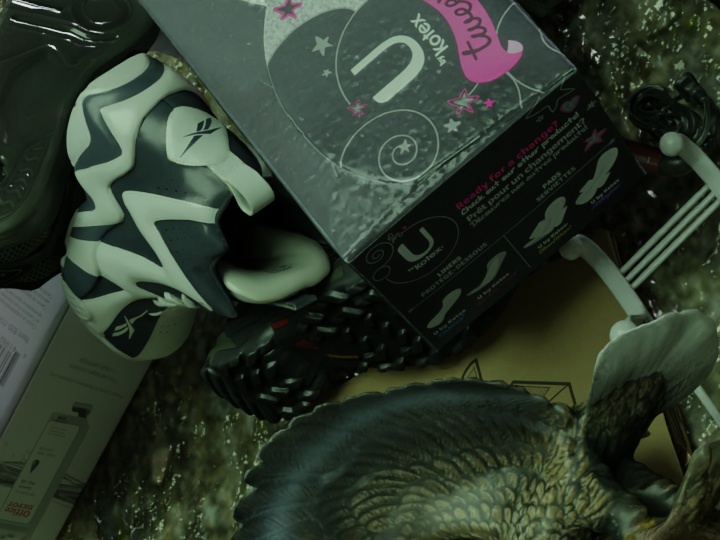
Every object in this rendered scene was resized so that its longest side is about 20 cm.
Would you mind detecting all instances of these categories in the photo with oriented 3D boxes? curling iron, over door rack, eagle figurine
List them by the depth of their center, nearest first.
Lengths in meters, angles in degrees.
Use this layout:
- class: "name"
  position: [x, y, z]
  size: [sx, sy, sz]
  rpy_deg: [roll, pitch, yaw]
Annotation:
- class: "eagle figurine"
  position: [0.064, 0.101, 0.960]
  size: [0.200, 0.152, 0.151]
  rpy_deg: [5, 35, 42]
- class: "over door rack"
  position: [0.188, 0.007, 0.984]
  size: [0.148, 0.067, 0.200]
  rpy_deg: [-46, 57, 16]
- class: "curling iron"
  position: [0.097, -0.074, 1.131]
  size: [0.200, 0.026, 0.050]
  rpy_deg: [8, 58, 45]

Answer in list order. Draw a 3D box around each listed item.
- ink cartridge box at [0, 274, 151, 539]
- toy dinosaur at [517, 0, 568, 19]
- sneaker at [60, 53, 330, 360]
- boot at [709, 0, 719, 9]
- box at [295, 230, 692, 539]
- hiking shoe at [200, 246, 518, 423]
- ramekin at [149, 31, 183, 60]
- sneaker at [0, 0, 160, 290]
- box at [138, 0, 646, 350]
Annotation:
- class: "ink cartridge box"
  position: [-0.217, 0.073, 1.293]
  size: [0.146, 0.083, 0.200]
  rpy_deg: [33, 96, 41]
- class: "toy dinosaur"
  position: [0.055, -0.140, 1.145]
  size: [0.200, 0.088, 0.047]
  rpy_deg: [46, 144, 19]
- class: "sneaker"
  position: [-0.074, 0.000, 1.107]
  size: [0.130, 0.079, 0.199]
  rpy_deg: [38, 142, 25]
- class: "boot"
  position: [0.113, -0.188, 1.063]
  size: [0.198, 0.162, 0.073]
  rpy_deg: [36, 97, 41]
- class: "box"
  position: [0.064, 0.097, 1.095]
  size: [0.200, 0.021, 0.164]
  rpy_deg: [-31, 55, 27]
- class: "hiking shoe"
  position: [0.000, 0.000, 1.136]
  size: [0.200, 0.076, 0.101]
  rpy_deg: [-24, 41, 38]
- class: "ramekin"
  position: [-0.068, -0.204, 1.256]
  size: [0.200, 0.105, 0.201]
  rpy_deg: [-14, 67, 35]
- class: "sneaker"
  position: [-0.154, -0.073, 1.165]
  size: [0.076, 0.114, 0.200]
  rpy_deg: [16, 60, 6]
- class: "box"
  position: [0.010, -0.090, 1.028]
  size: [0.132, 0.115, 0.200]
  rpy_deg: [-40, 60, 4]
